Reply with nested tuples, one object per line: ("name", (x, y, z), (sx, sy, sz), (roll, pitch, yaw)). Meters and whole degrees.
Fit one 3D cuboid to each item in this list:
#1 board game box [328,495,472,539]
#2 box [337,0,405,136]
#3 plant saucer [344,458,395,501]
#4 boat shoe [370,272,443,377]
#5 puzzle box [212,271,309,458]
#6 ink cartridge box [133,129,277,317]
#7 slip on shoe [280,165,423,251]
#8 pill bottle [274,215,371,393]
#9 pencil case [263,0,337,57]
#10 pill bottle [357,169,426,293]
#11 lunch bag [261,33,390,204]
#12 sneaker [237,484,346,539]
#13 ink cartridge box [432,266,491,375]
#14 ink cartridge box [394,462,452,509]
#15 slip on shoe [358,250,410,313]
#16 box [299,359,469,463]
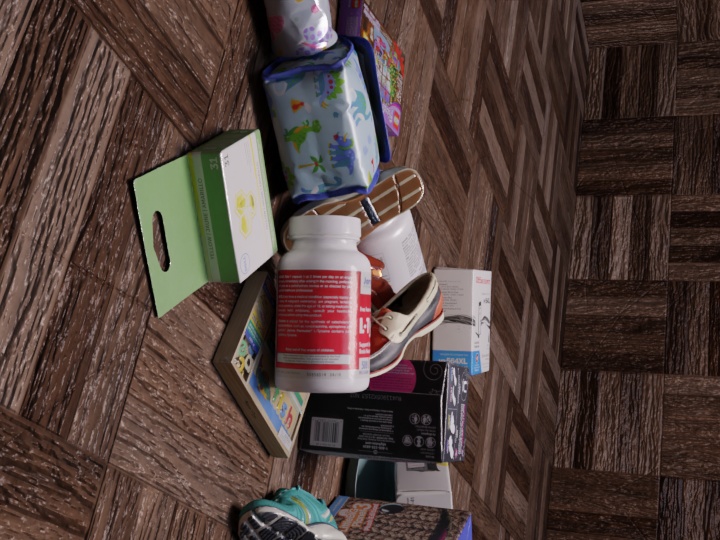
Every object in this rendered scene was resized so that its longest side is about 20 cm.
("board game box", (0.036, 0.390, 1.298), (0.159, 0.199, 0.097), (-37, 126, -65))
("box", (0.016, -0.298, 1.449), (0.200, 0.039, 0.138), (31, 62, -66))
("plant saucer", (0.017, 0.327, 1.491), (0.200, 0.027, 0.201), (1, 90, -70))
("boat shoe", (0.039, 0.071, 1.245), (0.200, 0.071, 0.063), (-34, 128, -39))
("puzzle box", (-0.108, 0.115, 1.158), (0.200, 0.025, 0.133), (68, 30, -45))
("ink cartridge box", (-0.153, -0.054, 1.006), (0.200, 0.048, 0.146), (-50, 137, -63))
("slip on shoe", (-0.015, -0.077, 1.243), (0.076, 0.200, 0.061), (64, -15, -21))
("pill bottle", (-0.043, 0.039, 1.133), (0.112, 0.112, 0.201), (7, 84, -69))
("pencil case", (-0.084, -0.350, 1.127), (0.091, 0.083, 0.201), (-126, -160, -57))
("pill bottle", (0.026, -0.037, 1.381), (0.114, 0.113, 0.200), (-69, 151, -43))
("lunch bag", (-0.034, -0.198, 1.223), (0.200, 0.127, 0.171), (-73, 154, -66))
("sneaker", (-0.090, 0.301, 1.175), (0.200, 0.077, 0.080), (39, 24, -58))
("ink cartridge box", (0.197, 0.096, 1.875), (0.146, 0.084, 0.201), (4, 88, -69))
("ink cartridge box", (0.095, 0.350, 1.471), (0.200, 0.085, 0.148), (-88, 175, -73))
("slip on shoe", (0.000, 0.000, 1.306), (0.200, 0.061, 0.074), (50, 0, -21))
("box", (0.034, 0.184, 1.289), (0.115, 0.199, 0.133), (21, 71, -67))
